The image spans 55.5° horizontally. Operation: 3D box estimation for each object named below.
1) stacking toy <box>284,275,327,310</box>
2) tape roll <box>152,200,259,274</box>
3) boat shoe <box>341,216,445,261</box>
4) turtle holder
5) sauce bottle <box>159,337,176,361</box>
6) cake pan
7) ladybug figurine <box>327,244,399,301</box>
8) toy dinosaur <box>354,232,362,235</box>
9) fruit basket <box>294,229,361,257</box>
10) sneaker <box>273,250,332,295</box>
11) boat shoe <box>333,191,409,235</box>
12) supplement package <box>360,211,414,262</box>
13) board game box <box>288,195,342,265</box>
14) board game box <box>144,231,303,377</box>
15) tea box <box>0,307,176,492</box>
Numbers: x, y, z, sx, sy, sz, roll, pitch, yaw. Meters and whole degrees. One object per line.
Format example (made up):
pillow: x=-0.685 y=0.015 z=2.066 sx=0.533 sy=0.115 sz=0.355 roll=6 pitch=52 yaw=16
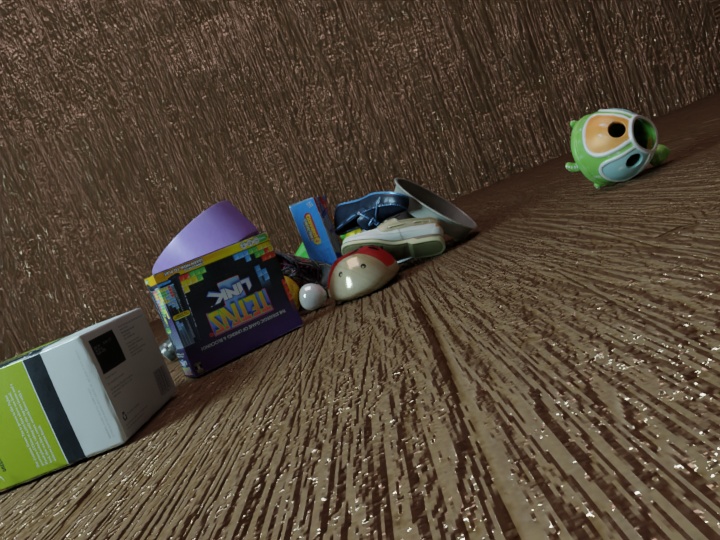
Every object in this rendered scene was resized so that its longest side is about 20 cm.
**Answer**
stacking toy: x=-0.160 y=0.049 z=1.256 sx=0.200 sy=0.146 sz=0.146 roll=-5 pitch=7 yaw=7
tape roll: x=-0.291 y=-0.033 z=1.298 sx=0.200 sy=0.085 sz=0.200 roll=-46 pitch=-1 yaw=-1
boat shoe: x=0.062 y=-0.061 z=1.330 sx=0.200 sy=0.068 sz=0.075 roll=-3 pitch=-35 yaw=1
turtle holder: x=0.487 y=-0.224 z=1.280 sx=0.132 sy=0.185 sz=0.141 roll=-15 pitch=40 yaw=56
sauce bottle: x=-0.313 y=0.095 z=1.353 sx=0.200 sy=0.066 sz=0.066 roll=-45 pitch=8 yaw=-5
cake pan: x=0.150 y=-0.128 z=1.433 sx=0.037 sy=0.200 sz=0.200 roll=-60 pitch=-7 yaw=17
ladybug figurine: x=0.000 y=0.000 z=1.236 sx=0.136 sy=0.072 sz=0.200 roll=-22 pitch=5 yaw=7
toy dinosaur: x=-0.001 y=-0.029 z=1.444 sx=0.047 sy=0.088 sz=0.200 roll=-7 pitch=-3 yaw=-6
fruit basket: x=-0.041 y=-0.063 z=1.758 sx=0.216 sy=0.156 sz=0.216 roll=-38 pitch=-3 yaw=-3
sneaker: x=-0.126 y=0.007 z=1.340 sx=0.200 sy=0.081 sz=0.075 roll=7 pitch=-21 yaw=-21
boat shoe: x=0.024 y=-0.108 z=1.386 sx=0.084 sy=0.069 sz=0.200 roll=20 pitch=-20 yaw=-32
supplement package: x=0.087 y=-0.085 z=1.526 sx=0.109 sy=0.114 sz=0.200 roll=-21 pitch=7 yaw=17
board game box: x=-0.080 y=-0.061 z=1.492 sx=0.056 sy=0.200 sz=0.196 roll=-20 pitch=6 yaw=6
board game box: x=-0.209 y=0.051 z=1.070 sx=0.200 sy=0.166 sz=0.057 roll=-25 pitch=5 yaw=-32
tea box: x=-0.365 y=0.154 z=0.842 sx=0.197 sy=0.134 sz=0.200 roll=-21 pitch=5 yaw=4
